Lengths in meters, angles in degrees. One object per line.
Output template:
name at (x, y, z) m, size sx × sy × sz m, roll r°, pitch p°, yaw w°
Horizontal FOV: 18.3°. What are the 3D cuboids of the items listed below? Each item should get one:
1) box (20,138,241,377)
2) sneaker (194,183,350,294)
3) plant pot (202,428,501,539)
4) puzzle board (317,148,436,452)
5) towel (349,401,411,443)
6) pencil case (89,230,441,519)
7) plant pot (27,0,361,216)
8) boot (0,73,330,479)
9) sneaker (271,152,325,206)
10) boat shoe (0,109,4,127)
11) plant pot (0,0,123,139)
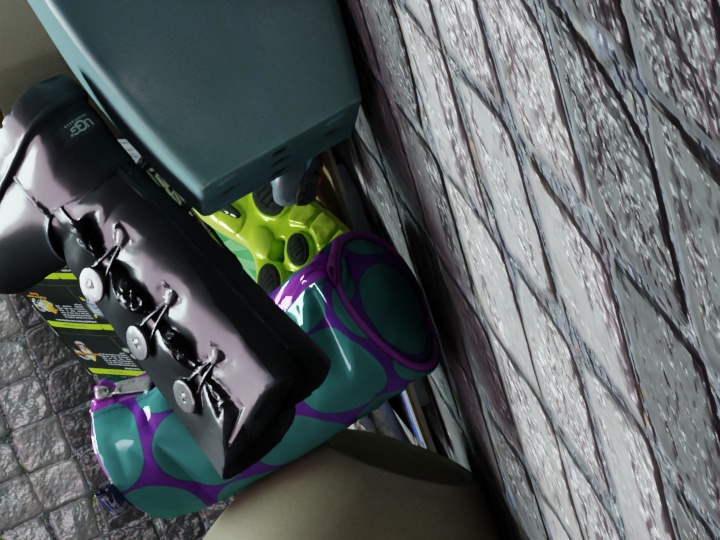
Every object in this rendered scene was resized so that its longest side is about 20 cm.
box at (-0.157, -0.003, 1.477) m, size 0.199 × 0.048 × 0.193 m, roll 0°, pitch 140°, yaw 43°
sneaker at (-0.029, -0.002, 1.278) m, size 0.084 × 0.074 × 0.200 m, roll 41°, pitch -169°, yaw -44°
plant pot at (0.001, 0.164, 1.216) m, size 0.200 × 0.199 × 0.135 m, roll -133°, pitch 58°, yaw -75°
puzzle board at (0.000, 0.000, 1.351) m, size 0.151 × 0.017 × 0.201 m, roll -133°, pitch 23°, yaw -73°
towel at (0.017, 0.118, 1.418) m, size 0.201 × 0.034 × 0.133 m, roll 64°, pitch 174°, yaw -30°
pencil case at (-0.055, 0.057, 1.172) m, size 0.092 × 0.199 × 0.085 m, roll 40°, pitch -146°, yaw -29°
plant pot at (-0.086, -0.139, 1.095) m, size 0.201 × 0.141 × 0.141 m, roll 59°, pitch 174°, yaw 5°
boot at (-0.113, 0.022, 1.126) m, size 0.200 × 0.066 × 0.165 m, roll 45°, pitch 147°, yaw 12°
sneaker at (-0.083, -0.113, 1.251) m, size 0.080 × 0.095 × 0.201 m, roll 103°, pitch 148°, yaw -57°
boat shoe at (-0.292, -0.121, 1.599) m, size 0.068 × 0.072 × 0.201 m, roll -122°, pitch 9°, yaw -57°
plant pot at (-0.170, -0.153, 1.576) m, size 0.201 × 0.176 × 0.200 m, roll 74°, pitch 173°, yaw -48°
